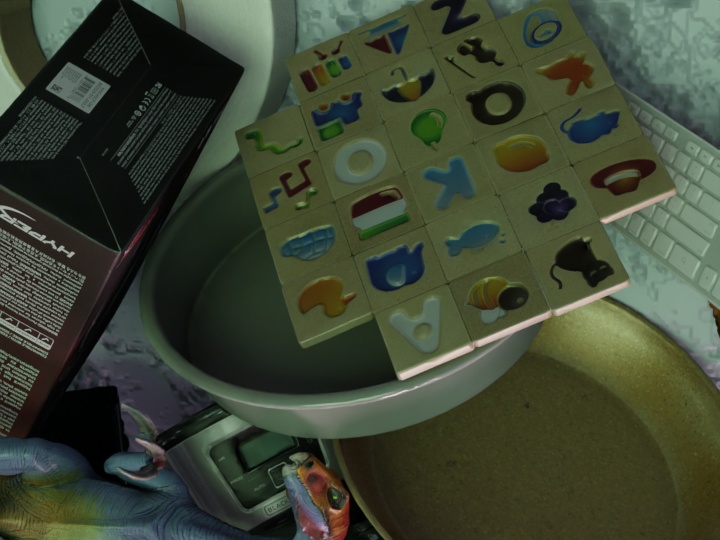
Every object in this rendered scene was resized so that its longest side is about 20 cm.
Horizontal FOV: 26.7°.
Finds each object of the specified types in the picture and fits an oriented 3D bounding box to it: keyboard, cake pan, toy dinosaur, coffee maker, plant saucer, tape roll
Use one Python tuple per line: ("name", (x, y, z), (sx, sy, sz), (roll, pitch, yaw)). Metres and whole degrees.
("keyboard", (0.134, -0.034, 0.657), (0.200, 0.011, 0.056), (45, 116, 45))
("cake pan", (0.000, 0.000, 0.687), (0.199, 0.201, 0.037), (-1, 132, 18))
("toy dinosaur", (-0.103, 0.094, 0.643), (0.181, 0.200, 0.105), (7, 101, -25))
("coffee maker", (-0.026, 0.157, 0.751), (0.201, 0.134, 0.192), (62, 147, 9))
("plant saucer", (0.078, 0.084, 0.686), (0.200, 0.200, 0.036), (28, 136, 8))
("tape roll", (-0.130, -0.126, 0.763), (0.202, 0.037, 0.204), (5, 108, 16))

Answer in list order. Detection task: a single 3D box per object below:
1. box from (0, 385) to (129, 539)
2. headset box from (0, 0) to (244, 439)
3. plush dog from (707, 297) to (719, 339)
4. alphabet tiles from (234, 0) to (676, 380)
("box", (-0.166, 0.195, 0.756), (0.117, 0.197, 0.201), (-4, 116, -10))
("headset box", (-0.145, -0.005, 0.699), (0.077, 0.149, 0.200), (30, 130, -4))
("plush dog", (0.238, -0.019, 0.643), (0.171, 0.160, 0.201), (25, 90, 26))
("alphabet tiles", (0.035, -0.047, 0.659), (0.166, 0.200, 0.006), (-23, 139, 3))
